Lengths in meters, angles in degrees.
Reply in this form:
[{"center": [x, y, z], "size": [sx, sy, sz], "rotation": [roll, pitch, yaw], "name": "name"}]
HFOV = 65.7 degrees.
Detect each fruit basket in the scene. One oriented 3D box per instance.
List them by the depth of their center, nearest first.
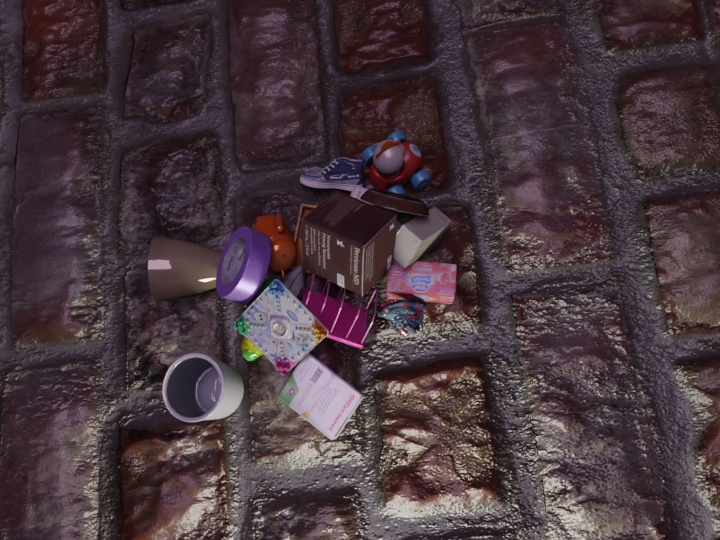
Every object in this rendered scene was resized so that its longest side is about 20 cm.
[{"center": [-0.261, 0.154, 1.575], "size": [0.210, 0.157, 0.220], "rotation": [7, 54, -9], "name": "fruit basket"}]

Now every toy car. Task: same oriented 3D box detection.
[{"center": [0.100, -0.330, 1.630], "size": [0.174, 0.200, 0.187], "rotation": [-30, 75, -2], "name": "toy car"}]

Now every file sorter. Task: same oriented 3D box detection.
[{"center": [-0.060, 0.093, 1.526], "size": [0.195, 0.127, 0.141], "rotation": [19, 40, -8], "name": "file sorter"}]

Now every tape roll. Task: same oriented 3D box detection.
[{"center": [-0.325, -0.015, 1.539], "size": [0.065, 0.198, 0.205], "rotation": [21, 76, -33], "name": "tape roll"}]

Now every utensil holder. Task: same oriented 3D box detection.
[{"center": [-0.420, 0.323, 1.525], "size": [0.165, 0.200, 0.175], "rotation": [-2, 76, 6], "name": "utensil holder"}]

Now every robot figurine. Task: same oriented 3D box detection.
[{"center": [-0.252, -0.080, 1.630], "size": [0.143, 0.116, 0.202], "rotation": [-41, 50, 13], "name": "robot figurine"}]

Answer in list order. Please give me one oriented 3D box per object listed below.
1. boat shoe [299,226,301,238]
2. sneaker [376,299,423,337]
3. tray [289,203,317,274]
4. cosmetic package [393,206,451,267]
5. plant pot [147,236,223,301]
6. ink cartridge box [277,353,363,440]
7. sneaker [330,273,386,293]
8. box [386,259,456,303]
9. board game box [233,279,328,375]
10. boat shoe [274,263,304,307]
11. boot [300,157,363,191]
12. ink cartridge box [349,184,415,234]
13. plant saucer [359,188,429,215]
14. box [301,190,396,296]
[{"center": [-0.089, -0.078, 1.631], "size": [0.196, 0.068, 0.074], "rotation": [22, 82, -10], "name": "boat shoe"}, {"center": [0.118, 0.132, 1.523], "size": [0.078, 0.198, 0.098], "rotation": [-14, 75, 38], "name": "sneaker"}, {"center": [-0.150, -0.093, 1.683], "size": [0.096, 0.037, 0.205], "rotation": [8, 76, 8], "name": "tray"}, {"center": [0.168, -0.096, 1.559], "size": [0.073, 0.199, 0.105], "rotation": [41, 126, 14], "name": "cosmetic package"}, {"center": [-0.501, -0.004, 1.638], "size": [0.194, 0.188, 0.193], "rotation": [0, 76, -7], "name": "plant pot"}, {"center": [-0.107, 0.347, 1.545], "size": [0.198, 0.084, 0.146], "rotation": [34, 82, 13], "name": "ink cartridge box"}, {"center": [0.000, 0.000, 1.613], "size": [0.197, 0.070, 0.091], "rotation": [-22, 37, 34], "name": "sneaker"}, {"center": [0.172, 0.032, 1.585], "size": [0.194, 0.100, 0.098], "rotation": [5, 76, 7], "name": "box"}, {"center": [-0.215, 0.157, 1.481], "size": [0.200, 0.026, 0.200], "rotation": [45, 114, -7], "name": "board game box"}, {"center": [-0.186, 0.044, 1.555], "size": [0.071, 0.201, 0.066], "rotation": [-36, 101, 16], "name": "boat shoe"}, {"center": [-0.086, -0.301, 1.691], "size": [0.194, 0.073, 0.092], "rotation": [5, 118, 0], "name": "boot"}, {"center": [0.047, -0.141, 1.647], "size": [0.196, 0.085, 0.149], "rotation": [24, 77, 12], "name": "ink cartridge box"}, {"center": [0.095, -0.189, 1.514], "size": [0.195, 0.200, 0.035], "rotation": [14, 102, 9], "name": "plant saucer"}, {"center": [-0.030, -0.074, 1.460], "size": [0.197, 0.169, 0.164], "rotation": [24, 44, 24], "name": "box"}]
